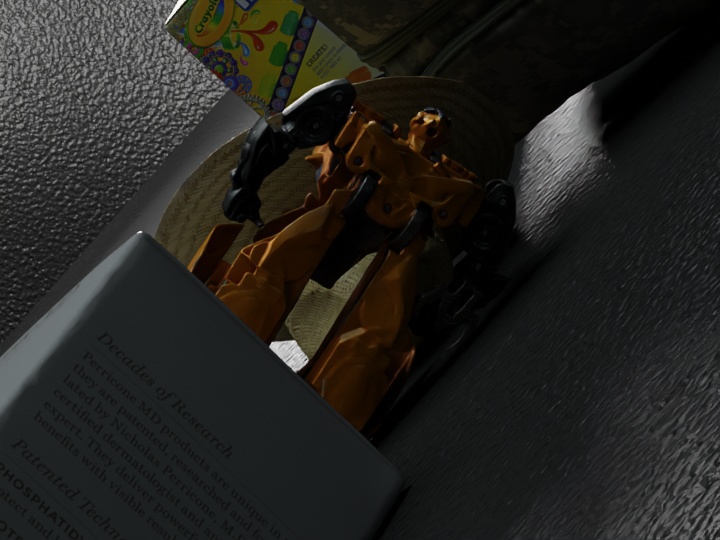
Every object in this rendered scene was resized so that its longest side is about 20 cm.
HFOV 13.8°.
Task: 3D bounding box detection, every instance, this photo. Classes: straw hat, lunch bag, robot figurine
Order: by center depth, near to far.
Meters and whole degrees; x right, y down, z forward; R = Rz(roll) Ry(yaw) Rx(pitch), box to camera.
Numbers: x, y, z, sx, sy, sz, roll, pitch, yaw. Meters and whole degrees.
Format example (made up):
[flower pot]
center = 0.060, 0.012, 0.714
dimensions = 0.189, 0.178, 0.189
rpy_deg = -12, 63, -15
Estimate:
[robot figurine]
center = -0.018, 0.006, 1.414
dimensions = 0.201, 0.145, 0.058
rpy_deg = -57, 14, 6
[straw hat]
center = 0.000, 0.000, 1.495
dimensions = 0.201, 0.201, 0.085
rpy_deg = -44, 50, 24
[lunch bag]
center = 0.088, -0.168, 1.503
dimensions = 0.200, 0.168, 0.140
rpy_deg = -36, 26, 33

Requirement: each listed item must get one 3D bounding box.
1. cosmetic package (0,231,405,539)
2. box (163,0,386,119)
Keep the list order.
[cosmetic package]
center = -0.120, 0.131, 1.274
dimensions = 0.167, 0.166, 0.200
rpy_deg = -40, 11, 44
[box]
center = -0.004, -0.151, 1.857
dimensions = 0.122, 0.193, 0.200
rpy_deg = -46, 8, 14
